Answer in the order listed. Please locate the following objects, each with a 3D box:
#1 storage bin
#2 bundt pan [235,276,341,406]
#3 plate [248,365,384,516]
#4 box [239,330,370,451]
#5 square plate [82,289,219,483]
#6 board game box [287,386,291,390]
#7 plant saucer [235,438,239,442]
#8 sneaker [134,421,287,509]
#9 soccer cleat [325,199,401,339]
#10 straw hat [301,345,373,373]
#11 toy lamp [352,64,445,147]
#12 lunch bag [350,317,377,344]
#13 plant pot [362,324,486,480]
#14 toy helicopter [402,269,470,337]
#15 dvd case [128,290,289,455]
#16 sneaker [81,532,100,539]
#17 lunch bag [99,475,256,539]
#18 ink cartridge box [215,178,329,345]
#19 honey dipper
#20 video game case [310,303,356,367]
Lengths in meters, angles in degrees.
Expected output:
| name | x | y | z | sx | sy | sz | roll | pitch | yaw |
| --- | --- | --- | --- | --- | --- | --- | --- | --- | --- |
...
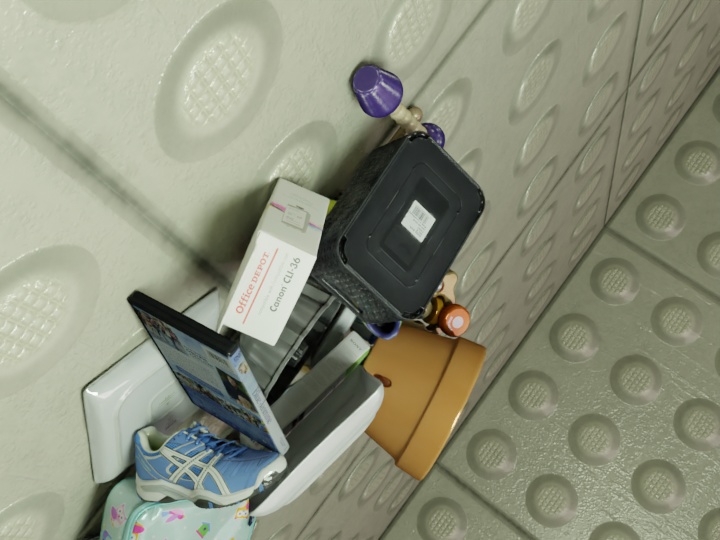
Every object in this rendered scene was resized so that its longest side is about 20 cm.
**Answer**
| name | x | y | z | sx | sy | sz | roll | pitch | yaw |
| --- | --- | --- | --- | --- | --- | --- | --- | --- | --- |
| storage bin | 0.042 | -0.049 | 1.085 | 0.201 | 0.135 | 0.094 | -57 | -159 | -22 |
| bundt pan | -0.105 | 0.089 | 1.156 | 0.203 | 0.075 | 0.202 | -56 | 174 | -9 |
| plate | -0.050 | 0.199 | 1.060 | 0.200 | 0.032 | 0.200 | -45 | -175 | -5 |
| box | -0.075 | 0.175 | 1.189 | 0.200 | 0.036 | 0.145 | -40 | 167 | -20 |
| square plate | -0.231 | 0.142 | 1.056 | 0.200 | 0.028 | 0.199 | -40 | 155 | -36 |
| board game box | -0.112 | 0.264 | 1.513 | 0.199 | 0.043 | 0.200 | -25 | 145 | -55 |
| plant saucer | -0.172 | 0.311 | 1.386 | 0.199 | 0.035 | 0.201 | -24 | 138 | -23 |
| sneaker | -0.172 | 0.210 | 0.993 | 0.076 | 0.198 | 0.078 | -29 | 110 | -64 |
| soccer cleat | 0.001 | 0.000 | 1.137 | 0.064 | 0.084 | 0.201 | -26 | 117 | 6 |
| straw hat | 0.005 | 0.155 | 1.395 | 0.086 | 0.199 | 0.201 | -63 | 163 | -14 |
| toy lamp | 0.045 | -0.190 | 1.099 | 0.058 | 0.058 | 0.200 | -55 | 152 | 1 |
| lunch bag | 0.039 | 0.044 | 1.419 | 0.161 | 0.075 | 0.200 | -57 | 174 | -1 |
| plant pot | 0.065 | 0.162 | 1.233 | 0.201 | 0.139 | 0.200 | -62 | 175 | -9 |
| toy helicopter | 0.077 | 0.008 | 1.280 | 0.131 | 0.079 | 0.202 | -13 | 110 | -21 |
| dvd case | -0.155 | 0.110 | 0.948 | 0.018 | 0.142 | 0.201 | -50 | 147 | -25 |
| sneaker | -0.287 | 0.325 | 1.150 | 0.114 | 0.075 | 0.201 | -10 | 130 | -61 |
| lunch bag | -0.219 | 0.326 | 1.113 | 0.199 | 0.077 | 0.162 | 1 | 107 | -44 |
| ink cartridge box | -0.091 | -0.004 | 0.961 | 0.200 | 0.067 | 0.117 | -81 | -164 | -64 |
| honey dipper | 0.022 | -0.135 | 1.187 | 0.201 | 0.038 | 0.038 | -52 | 161 | -12 |
| video game case | -0.011 | 0.031 | 1.295 | 0.201 | 0.023 | 0.182 | -59 | -174 | 11 |
